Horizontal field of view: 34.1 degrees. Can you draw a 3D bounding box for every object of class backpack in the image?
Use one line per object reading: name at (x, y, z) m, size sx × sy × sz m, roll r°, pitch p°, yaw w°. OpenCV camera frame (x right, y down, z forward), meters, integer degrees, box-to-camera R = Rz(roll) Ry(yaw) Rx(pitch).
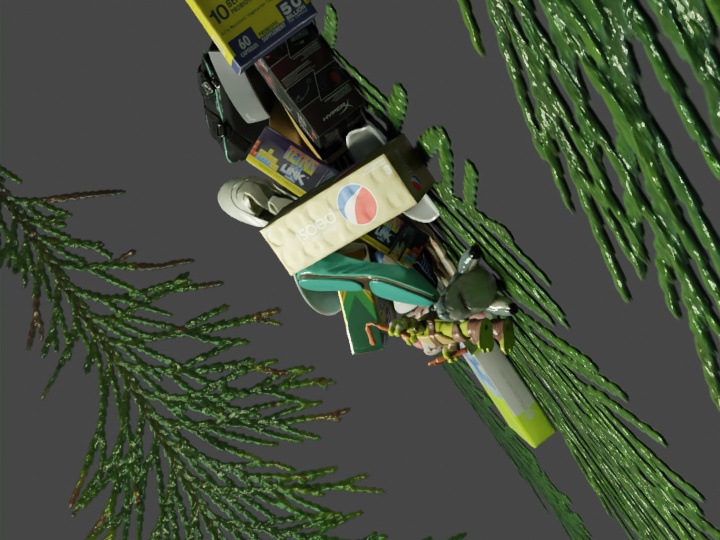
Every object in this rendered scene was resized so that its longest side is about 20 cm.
backpack at (-0.176, -0.273, 1.818) m, size 0.200 × 0.151 × 0.178 m, roll -141°, pitch 33°, yaw -70°

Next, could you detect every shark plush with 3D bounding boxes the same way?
shark plush at (0.111, 0.021, 1.398) m, size 0.091 × 0.083 × 0.200 m, roll 55°, pitch 177°, yaw -14°

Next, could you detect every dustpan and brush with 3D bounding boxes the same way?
dustpan and brush at (0.021, -0.120, 1.437) m, size 0.140 × 0.057 × 0.200 m, roll 50°, pitch -177°, yaw -15°

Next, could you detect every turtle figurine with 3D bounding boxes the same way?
turtle figurine at (0.113, 0.079, 1.486) m, size 0.160 × 0.065 × 0.199 m, roll -1°, pitch 162°, yaw 38°

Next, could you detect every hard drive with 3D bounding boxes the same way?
hard drive at (-0.147, -0.298, 1.606) m, size 0.042 × 0.137 × 0.200 m, roll 12°, pitch 162°, yaw 14°

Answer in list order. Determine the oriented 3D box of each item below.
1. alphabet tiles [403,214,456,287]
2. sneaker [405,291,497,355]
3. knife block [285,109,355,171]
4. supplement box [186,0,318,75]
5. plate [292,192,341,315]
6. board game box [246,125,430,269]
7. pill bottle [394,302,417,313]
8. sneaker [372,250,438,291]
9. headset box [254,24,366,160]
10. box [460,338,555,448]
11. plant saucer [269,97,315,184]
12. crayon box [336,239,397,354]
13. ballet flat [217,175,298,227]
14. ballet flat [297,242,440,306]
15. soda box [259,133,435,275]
alphabet tiles at (0.088, -0.044, 1.685) m, size 0.201 × 0.015 × 0.196 m, roll 57°, pitch 176°, yaw -35°
sneaker at (0.116, 0.068, 1.584) m, size 0.076 × 0.104 × 0.200 m, roll 53°, pitch 171°, yaw 0°
knife block at (-0.057, -0.209, 1.656) m, size 0.201 × 0.064 × 0.176 m, roll 54°, pitch 176°, yaw -10°
supplement box at (-0.150, -0.334, 1.308) m, size 0.201 × 0.108 × 0.110 m, roll 55°, pitch 177°, yaw -8°
plate at (-0.061, -0.037, 1.649) m, size 0.200 × 0.025 × 0.203 m, roll 23°, pitch -116°, yaw -62°
board game box at (-0.027, -0.093, 1.494) m, size 0.199 × 0.057 × 0.165 m, roll 35°, pitch -179°, yaw 32°
pill bottle at (0.025, -0.032, 1.806) m, size 0.200 × 0.109 × 0.109 m, roll 49°, pitch 179°, yaw -17°
sneaker at (0.073, 0.003, 1.661) m, size 0.078 × 0.070 × 0.200 m, roll 58°, pitch -173°, yaw 14°
headset box at (-0.078, -0.249, 1.450) m, size 0.201 × 0.075 × 0.149 m, roll 54°, pitch 177°, yaw 5°
box at (0.209, 0.164, 1.779) m, size 0.201 × 0.047 × 0.122 m, roll 56°, pitch 176°, yaw -12°
plant saucer at (-0.075, -0.182, 1.752) m, size 0.200 × 0.035 × 0.203 m, roll -6°, pitch -90°, yaw -68°
crayon box at (0.000, 0.000, 1.653) m, size 0.126 × 0.051 × 0.203 m, roll -59°, pitch -43°, yaw -70°
ballet flat at (-0.115, -0.087, 1.537) m, size 0.198 × 0.070 × 0.070 m, roll 27°, pitch 163°, yaw 28°
ballet flat at (0.014, -0.002, 1.547) m, size 0.197 × 0.071 × 0.067 m, roll 8°, pitch 162°, yaw 11°
soda box at (-0.017, -0.072, 1.323) m, size 0.068 × 0.199 × 0.064 m, roll 54°, pitch -146°, yaw -11°
